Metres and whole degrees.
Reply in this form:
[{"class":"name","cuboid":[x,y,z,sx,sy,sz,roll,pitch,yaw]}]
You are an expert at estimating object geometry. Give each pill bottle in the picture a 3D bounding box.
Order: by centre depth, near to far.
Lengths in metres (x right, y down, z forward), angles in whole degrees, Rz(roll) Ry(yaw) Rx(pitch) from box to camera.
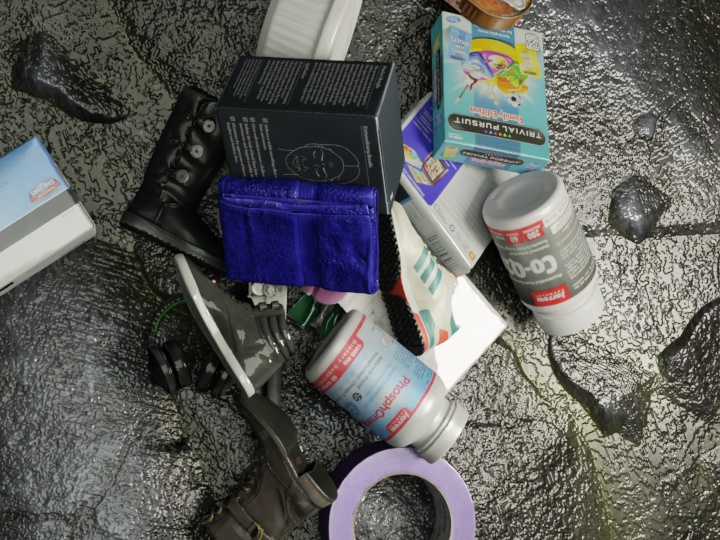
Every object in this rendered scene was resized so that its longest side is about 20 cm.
[{"class":"pill bottle","cuboid":[0.035,0.150,1.545,0.199,0.109,0.109,38,82,-4]},{"class":"pill bottle","cuboid":[0.246,-0.019,1.616,0.113,0.114,0.202,-34,119,-10]}]

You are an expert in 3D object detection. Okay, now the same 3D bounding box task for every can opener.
[{"class":"can opener","cuboid":[-0.124,0.083,1.601,0.052,0.066,0.204,0,97,-9]}]

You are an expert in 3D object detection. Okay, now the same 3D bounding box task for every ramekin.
[{"class":"ramekin","cuboid":[-0.066,-0.304,1.556,0.093,0.202,0.205,20,84,2]}]

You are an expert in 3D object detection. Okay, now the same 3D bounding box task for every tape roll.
[{"class":"tape roll","cuboid":[0.047,0.329,1.612,0.196,0.085,0.204,0,88,-11]}]

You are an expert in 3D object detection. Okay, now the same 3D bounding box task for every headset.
[{"class":"headset","cuboid":[-0.217,0.131,1.583,0.121,0.094,0.204,5,72,-11]}]

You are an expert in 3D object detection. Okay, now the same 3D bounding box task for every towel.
[{"class":"towel","cuboid":[-0.075,-0.038,1.466,0.196,0.050,0.150,6,124,11]}]

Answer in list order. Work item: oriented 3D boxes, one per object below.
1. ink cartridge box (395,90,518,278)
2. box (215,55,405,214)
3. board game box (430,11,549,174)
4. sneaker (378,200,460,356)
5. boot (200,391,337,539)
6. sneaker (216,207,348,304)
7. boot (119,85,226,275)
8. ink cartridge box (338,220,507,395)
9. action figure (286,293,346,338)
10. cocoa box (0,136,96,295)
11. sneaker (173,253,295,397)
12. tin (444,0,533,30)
[{"class":"ink cartridge box","cuboid":[0.120,-0.127,1.630,0.199,0.043,0.200,51,48,-12]},{"class":"box","cuboid":[-0.056,-0.162,1.464,0.196,0.150,0.108,5,46,13]},{"class":"board game box","cuboid":[0.171,-0.235,1.627,0.148,0.047,0.203,8,63,-16]},{"class":"sneaker","cuboid":[0.074,0.003,1.579,0.092,0.070,0.203,-18,93,-35]},{"class":"boot","cuboid":[-0.141,0.276,1.567,0.174,0.069,0.201,-40,80,17]},{"class":"sneaker","cuboid":[-0.090,-0.037,1.561,0.198,0.089,0.081,33,115,1]},{"class":"boot","cuboid":[-0.197,-0.116,1.590,0.163,0.066,0.202,27,79,-11]},{"class":"ink cartridge box","cuboid":[0.078,0.058,1.630,0.161,0.050,0.200,-45,100,-13]},{"class":"action figure","cuboid":[0.000,0.000,1.629,0.117,0.055,0.202,30,79,-7]},{"class":"cocoa box","cuboid":[-0.440,-0.051,1.499,0.199,0.133,0.132,-34,94,-10]},{"class":"sneaker","cuboid":[-0.154,0.050,1.540,0.098,0.071,0.202,-31,79,-14]},{"class":"tin","cuboid":[0.143,-0.404,1.649,0.199,0.042,0.112,38,63,1]}]
